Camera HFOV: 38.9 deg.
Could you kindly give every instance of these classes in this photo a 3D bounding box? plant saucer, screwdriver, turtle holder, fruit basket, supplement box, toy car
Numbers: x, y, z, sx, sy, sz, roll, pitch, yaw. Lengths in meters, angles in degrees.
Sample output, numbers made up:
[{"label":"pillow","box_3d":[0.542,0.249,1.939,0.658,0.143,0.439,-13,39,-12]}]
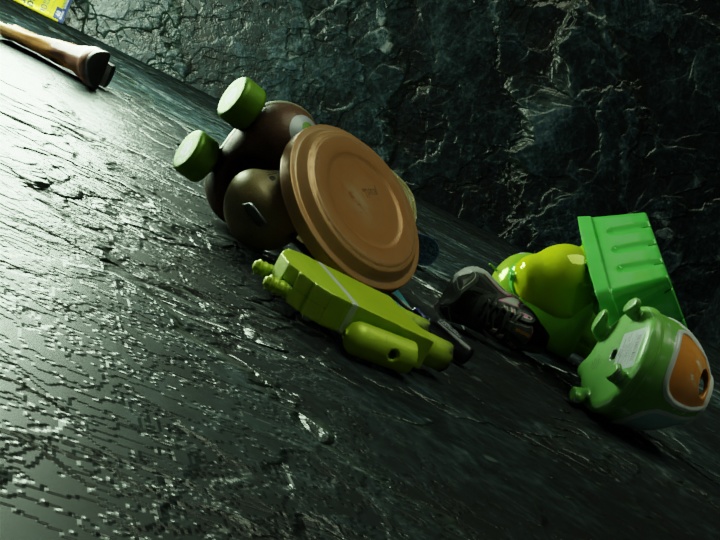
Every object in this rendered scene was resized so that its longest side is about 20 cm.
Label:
[{"label":"plant saucer","box_3d":[-0.004,-0.070,1.104,0.199,0.032,0.202,32,43,-35]},{"label":"screwdriver","box_3d":[0.047,0.033,1.120,0.029,0.028,0.200,-33,64,-30]},{"label":"turtle holder","box_3d":[0.326,0.132,1.202,0.131,0.186,0.142,28,41,-7]},{"label":"fruit basket","box_3d":[0.305,0.024,1.343,0.156,0.215,0.216,60,-9,-29]},{"label":"supplement box","box_3d":[-0.860,-0.750,2.687,0.198,0.110,0.110,23,9,-25]},{"label":"toy car","box_3d":[-0.094,-0.086,1.113,0.164,0.158,0.201,35,16,-32]}]

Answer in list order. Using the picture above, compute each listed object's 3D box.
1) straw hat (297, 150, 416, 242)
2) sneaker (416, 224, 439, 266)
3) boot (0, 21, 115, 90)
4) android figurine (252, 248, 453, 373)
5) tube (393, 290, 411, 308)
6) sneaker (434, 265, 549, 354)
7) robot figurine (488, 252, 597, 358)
[{"label":"straw hat","box_3d":[-0.013,-0.118,1.333,0.198,0.085,0.203,7,53,-9]},{"label":"sneaker","box_3d":[0.033,-0.069,1.642,0.199,0.071,0.078,31,2,-21]},{"label":"boot","box_3d":[-0.524,-0.384,1.736,0.198,0.069,0.188,26,9,-9]},{"label":"android figurine","box_3d":[-0.009,0.037,0.959,0.199,0.041,0.182,24,10,-27]},{"label":"tube","box_3d":[0.000,0.000,1.202,0.077,0.051,0.200,12,21,-28]},{"label":"sneaker","box_3d":[0.181,0.057,1.306,0.199,0.081,0.086,17,15,-46]},{"label":"robot figurine","box_3d":[0.274,0.050,1.499,0.199,0.116,0.176,29,-19,15]}]
